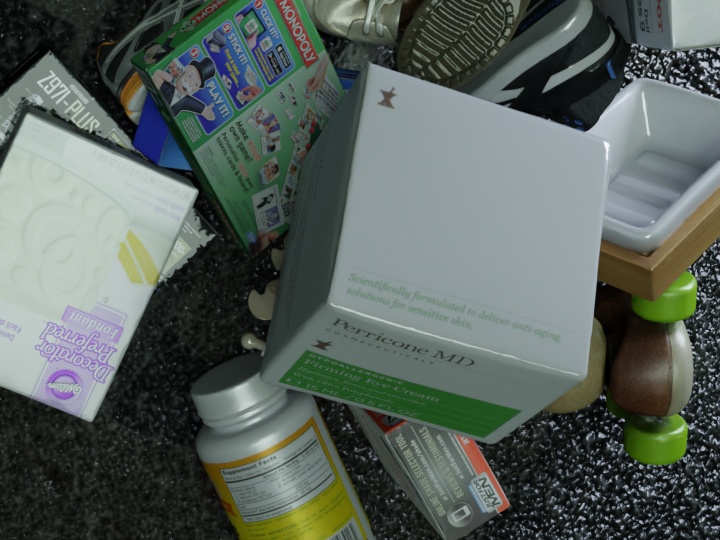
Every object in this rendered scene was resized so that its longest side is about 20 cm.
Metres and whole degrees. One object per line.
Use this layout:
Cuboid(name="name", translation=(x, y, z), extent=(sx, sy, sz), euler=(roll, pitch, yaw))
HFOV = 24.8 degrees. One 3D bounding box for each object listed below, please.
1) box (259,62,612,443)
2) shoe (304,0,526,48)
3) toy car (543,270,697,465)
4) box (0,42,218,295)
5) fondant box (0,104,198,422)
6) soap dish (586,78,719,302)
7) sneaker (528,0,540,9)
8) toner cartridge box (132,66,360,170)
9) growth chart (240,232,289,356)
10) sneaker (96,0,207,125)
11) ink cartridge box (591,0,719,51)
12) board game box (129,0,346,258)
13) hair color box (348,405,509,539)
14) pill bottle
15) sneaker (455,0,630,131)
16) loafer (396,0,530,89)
Cuboid(name="box", translation=(0.055, -0.007, 1.195), extent=(0.198, 0.171, 0.201), euler=(17, 62, -13))
Cuboid(name="shoe", translation=(0.045, -0.218, 1.351), extent=(0.199, 0.053, 0.070), euler=(1, 106, -21))
Cuboid(name="toy car", translation=(0.177, 0.068, 1.411), extent=(0.199, 0.158, 0.165), euler=(-2, 112, -3))
Cuboid(name="box", translation=(-0.242, -0.053, 1.312), extent=(0.164, 0.086, 0.200), euler=(-43, 107, -1))
Cuboid(name="fondant box", translation=(-0.230, -0.005, 1.251), extent=(0.144, 0.058, 0.201), euler=(24, 96, -17))
Cuboid(name="soap dish", translation=(0.237, -0.068, 1.362), extent=(0.200, 0.157, 0.081), euler=(-41, 136, -29))
Cuboid(name="sneaker", translation=(0.149, -0.314, 1.363), extent=(0.073, 0.080, 0.201), euler=(-13, 122, -10))
Cuboid(name="toner cartridge box", translation=(-0.078, -0.123, 1.310), extent=(0.199, 0.043, 0.095), euler=(4, 112, -41))
Cuboid(name="growth chart", translation=(0.000, 0.000, 1.328), extent=(0.144, 0.018, 0.201), euler=(28, 82, 12))
Cuboid(name="sneaker", translation=(-0.127, -0.201, 1.318), extent=(0.200, 0.077, 0.078), euler=(-38, 147, -20))
Cuboid(name="ink cartridge box", translation=(0.249, -0.260, 1.325), extent=(0.084, 0.200, 0.147), euler=(-8, 103, -10))
Cuboid(name="board game box", translation=(-0.077, -0.122, 1.259), extent=(0.134, 0.029, 0.200), euler=(-40, 133, -15))
Cuboid(name="hair color box", translation=(0.045, 0.137, 1.360), extent=(0.064, 0.200, 0.111), euler=(-31, 107, -5))
Cuboid(name="pill bottle", translation=(-0.069, 0.173, 1.388), extent=(0.109, 0.109, 0.201), euler=(-25, 106, -7))
Cuboid(name="sneaker", translation=(0.132, -0.139, 1.355), extent=(0.200, 0.073, 0.112), euler=(-30, 127, 28))
Cuboid(name="loafer", translation=(0.104, -0.226, 1.310), extent=(0.076, 0.067, 0.200), euler=(40, 103, -6))
